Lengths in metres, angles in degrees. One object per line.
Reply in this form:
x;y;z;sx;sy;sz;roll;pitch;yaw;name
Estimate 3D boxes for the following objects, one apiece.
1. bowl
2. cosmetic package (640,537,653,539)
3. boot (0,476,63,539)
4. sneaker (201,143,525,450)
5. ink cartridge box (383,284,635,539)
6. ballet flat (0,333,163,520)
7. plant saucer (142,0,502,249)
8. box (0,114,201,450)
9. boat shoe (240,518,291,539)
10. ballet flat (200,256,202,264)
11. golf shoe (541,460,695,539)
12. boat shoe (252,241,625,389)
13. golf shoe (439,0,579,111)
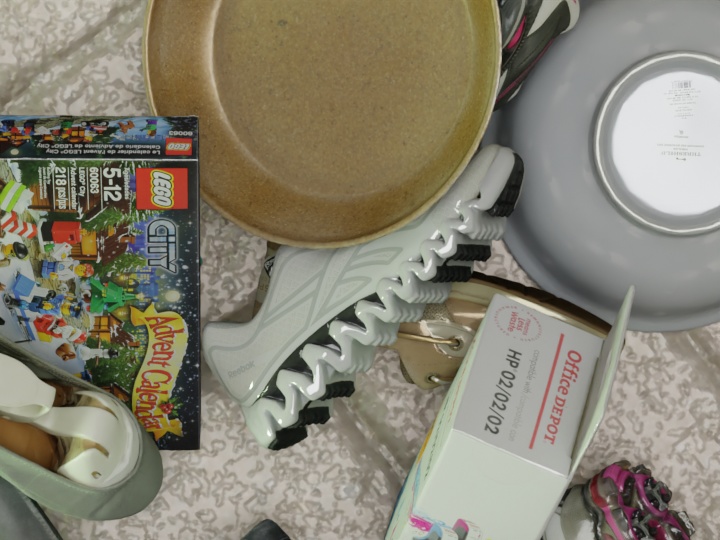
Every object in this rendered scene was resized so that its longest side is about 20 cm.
0.166;-0.066;1.576;0.200;0.090;0.202;0;91;-3;bowl
0.147;0.252;1.526;0.071;0.105;0.201;17;117;18;cosmetic package
-0.249;0.106;1.566;0.073;0.181;0.201;-53;124;-39;boot
0.000;0.000;1.523;0.200;0.075;0.081;-44;75;7;sneaker
0.068;0.097;1.511;0.068;0.115;0.201;23;128;-2;ink cartridge box
-0.162;0.076;1.495;0.200;0.064;0.068;30;64;-37;ballet flat
-0.016;-0.112;1.502;0.199;0.035;0.201;1;93;23;plant saucer
-0.150;0.009;1.529;0.136;0.038;0.201;0;130;-2;box
-0.107;0.211;1.572;0.199;0.074;0.068;-42;77;11;boat shoe
-0.184;-0.025;1.573;0.199;0.068;0.071;-2;52;-1;ballet flat
0.164;0.198;1.597;0.092;0.073;0.200;-32;98;31;golf shoe
0.041;0.030;1.585;0.199;0.071;0.065;15;94;8;boat shoe
0.035;-0.086;1.563;0.200;0.088;0.077;-40;64;31;golf shoe
